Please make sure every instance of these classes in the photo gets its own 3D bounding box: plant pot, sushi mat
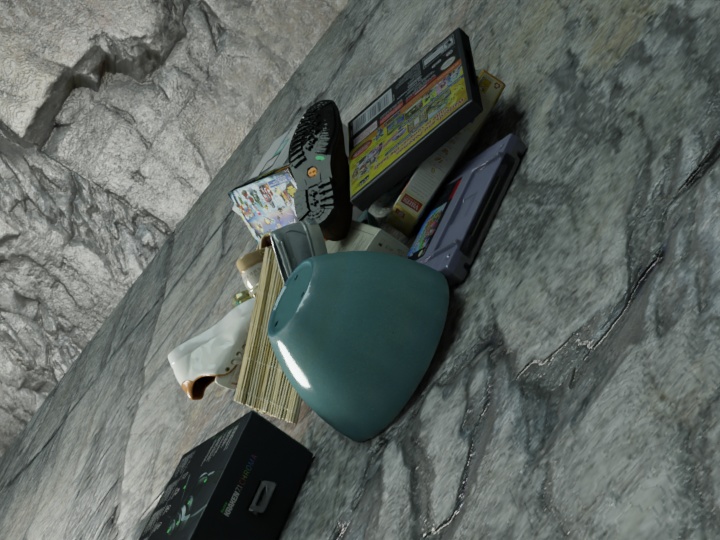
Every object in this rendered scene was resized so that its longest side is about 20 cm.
[{"bbox_3d":[-0.018,0.058,1.343,0.200,0.134,0.201,-51,20,27],"label":"plant pot"},{"bbox_3d":[-0.097,0.080,1.559,0.012,0.095,0.202,-1,-75,-64],"label":"sushi mat"}]

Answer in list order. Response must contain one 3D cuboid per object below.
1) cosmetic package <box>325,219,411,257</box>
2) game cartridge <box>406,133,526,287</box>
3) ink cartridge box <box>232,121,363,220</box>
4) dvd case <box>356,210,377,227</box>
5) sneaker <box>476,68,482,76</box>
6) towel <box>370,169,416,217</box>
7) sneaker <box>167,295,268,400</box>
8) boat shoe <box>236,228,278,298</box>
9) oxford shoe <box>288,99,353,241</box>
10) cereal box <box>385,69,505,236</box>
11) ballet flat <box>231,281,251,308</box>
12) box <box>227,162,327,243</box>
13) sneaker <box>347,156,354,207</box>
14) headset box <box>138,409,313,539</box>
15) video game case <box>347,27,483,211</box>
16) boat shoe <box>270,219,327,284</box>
[{"bbox_3d":[0.000,0.000,1.592,0.106,0.071,0.200,-56,15,-1],"label":"cosmetic package"},{"bbox_3d":[0.110,-0.056,1.459,0.129,0.038,0.201,-25,32,55],"label":"game cartridge"},{"bbox_3d":[-0.078,-0.131,1.985,0.147,0.146,0.200,-60,15,-22],"label":"ink cartridge box"},{"bbox_3d":[-0.043,0.016,1.792,0.200,0.022,0.146,-51,15,14],"label":"dvd case"},{"bbox_3d":[0.085,-0.229,1.818,0.201,0.088,0.074,-57,16,-8],"label":"sneaker"},{"bbox_3d":[0.079,-0.167,1.692,0.201,0.048,0.171,-56,-7,-7],"label":"towel"},{"bbox_3d":[-0.150,0.099,1.626,0.199,0.085,0.073,-34,-22,21],"label":"sneaker"},{"bbox_3d":[-0.105,-0.022,1.692,0.073,0.069,0.200,-34,3,21],"label":"boat shoe"},{"bbox_3d":[-0.044,-0.125,1.631,0.072,0.084,0.202,-14,59,26],"label":"oxford shoe"},{"bbox_3d":[0.104,-0.142,1.588,0.201,0.039,0.144,-56,-2,-8],"label":"cereal box"},{"bbox_3d":[-0.124,0.021,1.770,0.071,0.071,0.200,-46,1,26],"label":"ballet flat"},{"bbox_3d":[-0.103,-0.079,1.838,0.040,0.138,0.199,-37,12,-29],"label":"box"},{"bbox_3d":[-0.022,-0.112,1.747,0.073,0.200,0.088,-19,69,28],"label":"sneaker"},{"bbox_3d":[-0.158,0.272,1.430,0.200,0.092,0.175,-37,22,48],"label":"headset box"},{"bbox_3d":[0.062,-0.188,1.575,0.200,0.025,0.182,-38,30,24],"label":"video game case"},{"bbox_3d":[-0.067,0.044,1.493,0.071,0.203,0.070,-10,5,-12],"label":"boat shoe"}]
